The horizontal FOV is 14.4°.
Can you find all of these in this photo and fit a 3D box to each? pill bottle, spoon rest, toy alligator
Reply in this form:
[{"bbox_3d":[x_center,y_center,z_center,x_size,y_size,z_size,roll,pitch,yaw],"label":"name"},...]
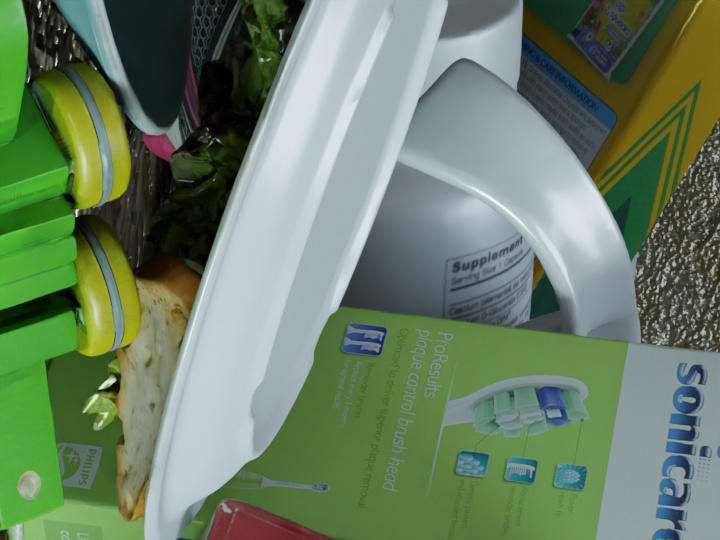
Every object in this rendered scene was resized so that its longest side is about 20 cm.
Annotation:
[{"bbox_3d":[0.000,0.000,0.939,0.113,0.113,0.200,-65,160,-62],"label":"pill bottle"},{"bbox_3d":[0.051,0.026,0.855,0.099,0.061,0.200,-49,148,-26],"label":"spoon rest"},{"bbox_3d":[-0.085,0.010,0.624,0.054,0.059,0.200,48,-32,44],"label":"toy alligator"}]

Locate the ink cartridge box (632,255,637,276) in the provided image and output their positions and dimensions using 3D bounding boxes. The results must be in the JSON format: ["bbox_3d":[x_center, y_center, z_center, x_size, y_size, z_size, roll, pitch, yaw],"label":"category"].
[{"bbox_3d":[0.079,-0.096,1.156,0.146,0.083,0.201,2,94,-80],"label":"ink cartridge box"}]

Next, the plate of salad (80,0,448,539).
[{"bbox_3d":[-0.021,-0.029,0.679,0.200,0.048,0.200,21,90,-84],"label":"plate of salad"}]

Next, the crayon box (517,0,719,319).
[{"bbox_3d":[0.065,-0.074,1.023,0.052,0.126,0.200,5,121,-47],"label":"crayon box"}]

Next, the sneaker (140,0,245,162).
[{"bbox_3d":[-0.017,-0.106,0.775,0.075,0.080,0.200,40,-41,46],"label":"sneaker"}]

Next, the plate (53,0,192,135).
[{"bbox_3d":[-0.064,-0.129,0.633,0.200,0.026,0.201,-6,90,-86],"label":"plate"}]

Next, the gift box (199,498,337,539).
[{"bbox_3d":[0.000,0.201,0.722,0.185,0.200,0.187,-64,-177,-37],"label":"gift box"}]

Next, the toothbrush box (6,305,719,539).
[{"bbox_3d":[0.011,0.089,0.808,0.146,0.200,0.086,86,15,-47],"label":"toothbrush box"}]
